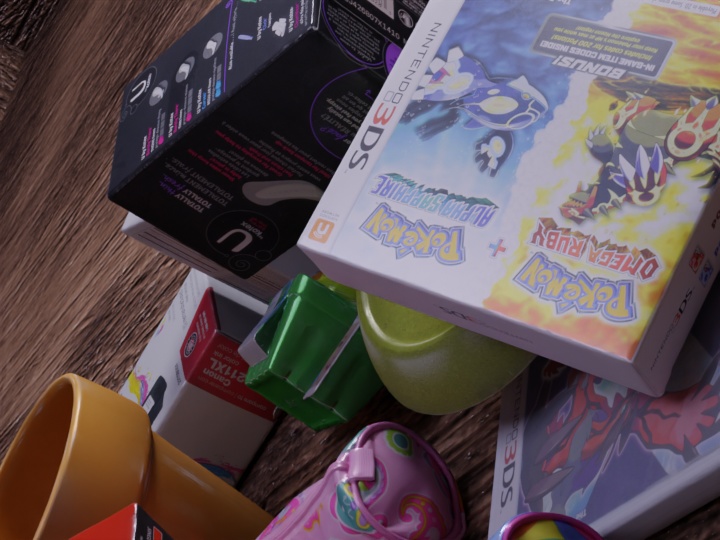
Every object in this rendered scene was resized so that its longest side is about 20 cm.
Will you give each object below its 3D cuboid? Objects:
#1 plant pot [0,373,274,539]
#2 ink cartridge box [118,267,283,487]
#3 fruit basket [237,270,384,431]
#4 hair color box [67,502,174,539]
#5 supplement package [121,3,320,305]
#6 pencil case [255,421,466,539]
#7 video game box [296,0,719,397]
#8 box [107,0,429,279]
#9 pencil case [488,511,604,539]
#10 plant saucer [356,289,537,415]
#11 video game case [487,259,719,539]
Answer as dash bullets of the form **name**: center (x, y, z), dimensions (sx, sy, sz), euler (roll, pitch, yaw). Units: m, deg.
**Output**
- **plant pot**: center (-0.148, 0.194, 1.075), dimensions (0.200, 0.182, 0.201), euler (-52, 23, 33)
- **ink cartridge box**: center (-0.134, 0.113, 1.288), dimensions (0.201, 0.082, 0.146), euler (-58, 21, 15)
- **fruit basket**: center (0.000, 0.000, 1.051), dimensions (0.201, 0.093, 0.185), euler (-65, 7, -12)
- **hair color box**: center (-0.078, 0.223, 0.837), dimensions (0.061, 0.200, 0.102), euler (-29, 32, 15)
- **supplement package**: center (-0.061, -0.091, 1.226), dimensions (0.111, 0.155, 0.201), euler (-13, 53, 64)
- **pencil case**: center (-0.025, 0.170, 0.946), dimensions (0.200, 0.087, 0.088), euler (-46, 27, 39)
- **video game box**: center (0.090, -0.055, 0.784), dimensions (0.199, 0.047, 0.183), euler (19, 77, 36)
- **box**: center (-0.051, -0.103, 1.040), dimensions (0.200, 0.122, 0.107), euler (-34, 39, 33)
- **pencil case**: center (0.041, 0.192, 0.757), dimensions (0.200, 0.088, 0.089), euler (-48, 25, 35)
- **plant saucer**: center (0.055, -0.023, 0.874), dimensions (0.200, 0.031, 0.201), euler (-37, 41, 40)
- **video game case**: center (0.129, 0.051, 0.797), dimensions (0.200, 0.023, 0.183), euler (-43, 29, 45)
